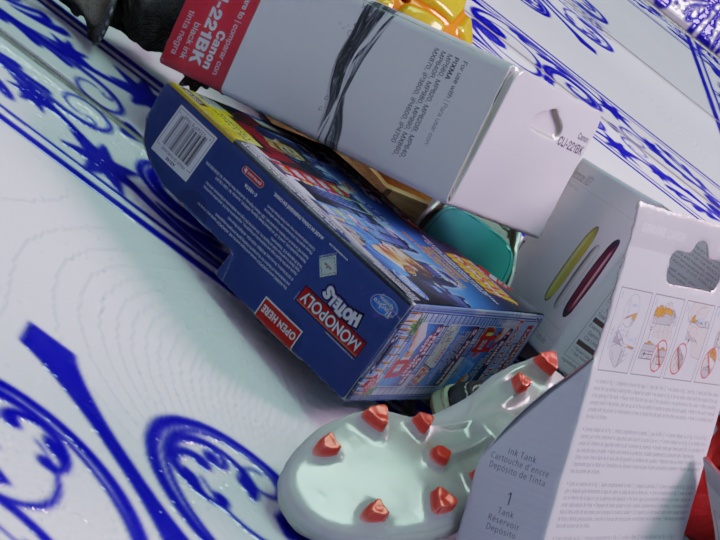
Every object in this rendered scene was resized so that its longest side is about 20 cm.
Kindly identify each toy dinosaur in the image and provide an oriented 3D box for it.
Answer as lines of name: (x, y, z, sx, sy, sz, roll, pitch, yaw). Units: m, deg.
toy dinosaur: (-0.088, -0.165, 1.364, 0.102, 0.200, 0.077, 60, 14, -69)

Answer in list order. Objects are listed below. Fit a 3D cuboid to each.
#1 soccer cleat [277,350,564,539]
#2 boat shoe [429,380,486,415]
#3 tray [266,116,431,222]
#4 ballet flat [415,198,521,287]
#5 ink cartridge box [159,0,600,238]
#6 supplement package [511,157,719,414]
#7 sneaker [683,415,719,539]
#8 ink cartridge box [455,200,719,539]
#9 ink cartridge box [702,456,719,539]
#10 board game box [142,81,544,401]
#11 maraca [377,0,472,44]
soccer cleat: (0.031, 0.093, 1.056, 0.200, 0.078, 0.069, -18, 65, -48)
boat shoe: (0.115, 0.088, 1.229, 0.200, 0.065, 0.072, 24, 37, -44)
tray: (-0.015, -0.089, 1.490, 0.099, 0.037, 0.200, 21, 25, -49)
ballet flat: (0.060, -0.020, 1.383, 0.069, 0.069, 0.200, 36, 47, -11)
ink cartridge box: (0.014, -0.101, 1.299, 0.200, 0.084, 0.144, 27, 5, 25)
supplement package: (0.180, 0.032, 1.390, 0.156, 0.111, 0.200, 36, 3, -12)
sneaker: (0.204, 0.121, 1.220, 0.085, 0.077, 0.200, 8, -25, 39)
ink cartridge box: (0.112, 0.069, 1.054, 0.050, 0.200, 0.161, 15, 3, 30)
ink cartridge box: (0.237, 0.194, 1.103, 0.200, 0.045, 0.176, 52, -17, 38)
board game box: (0.000, 0.000, 1.224, 0.200, 0.062, 0.200, 43, 13, 33)
maraca: (0.002, -0.181, 1.482, 0.137, 0.107, 0.200, 4, 56, -56)
